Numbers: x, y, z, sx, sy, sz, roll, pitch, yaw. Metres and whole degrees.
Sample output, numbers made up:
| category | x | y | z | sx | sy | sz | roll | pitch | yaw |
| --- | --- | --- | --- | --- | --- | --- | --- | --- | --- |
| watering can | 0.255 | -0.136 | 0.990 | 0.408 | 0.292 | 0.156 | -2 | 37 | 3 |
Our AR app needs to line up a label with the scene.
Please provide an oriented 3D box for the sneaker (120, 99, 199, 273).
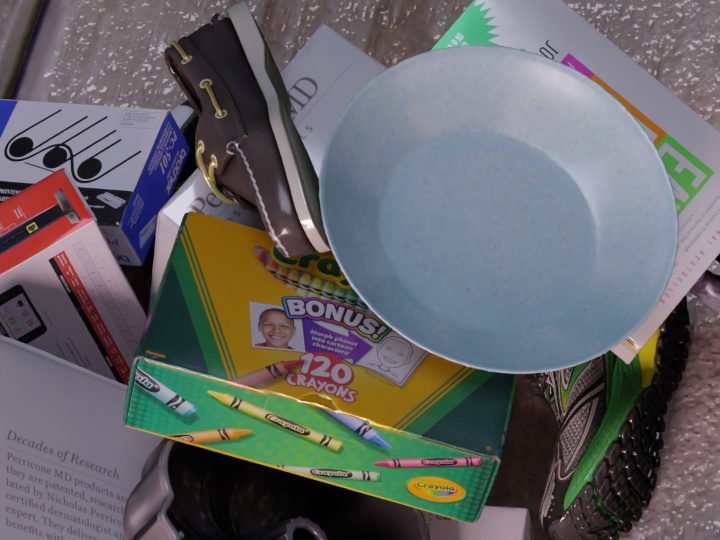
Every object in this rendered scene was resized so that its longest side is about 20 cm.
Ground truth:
| category | x | y | z | sx | sy | sz | roll | pitch | yaw |
| --- | --- | --- | --- | --- | --- | --- | --- | --- | --- |
| sneaker | -0.162 | -0.062 | 1.785 | 0.088 | 0.074 | 0.200 | 22 | 49 | 21 |

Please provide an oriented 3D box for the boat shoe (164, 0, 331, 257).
| category | x | y | z | sx | sy | sz | roll | pitch | yaw |
| --- | --- | --- | --- | --- | --- | --- | --- | --- | --- |
| boat shoe | -0.063 | -0.070 | 1.517 | 0.060 | 0.072 | 0.202 | -23 | 41 | 2 |

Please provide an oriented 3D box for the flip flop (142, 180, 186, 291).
| category | x | y | z | sx | sy | sz | roll | pitch | yaw |
| --- | --- | --- | --- | --- | --- | --- | --- | --- | --- |
| flip flop | -0.087 | 0.033 | 1.734 | 0.081 | 0.058 | 0.201 | -16 | 69 | -11 |

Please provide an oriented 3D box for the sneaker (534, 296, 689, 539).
| category | x | y | z | sx | sy | sz | roll | pitch | yaw |
| --- | --- | --- | --- | --- | --- | --- | --- | --- | --- |
| sneaker | 0.141 | 0.085 | 1.648 | 0.085 | 0.078 | 0.201 | 3 | 47 | 21 |

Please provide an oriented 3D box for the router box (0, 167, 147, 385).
| category | x | y | z | sx | sy | sz | roll | pitch | yaw |
| --- | --- | --- | --- | --- | --- | --- | --- | --- | --- |
| router box | -0.217 | 0.052 | 1.644 | 0.179 | 0.200 | 0.049 | -30 | 56 | -7 |

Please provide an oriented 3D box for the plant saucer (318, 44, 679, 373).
| category | x | y | z | sx | sy | sz | roll | pitch | yaw |
| --- | --- | --- | --- | --- | --- | --- | --- | --- | --- |
| plant saucer | 0.073 | -0.028 | 1.484 | 0.200 | 0.039 | 0.202 | 5 | 62 | -9 |

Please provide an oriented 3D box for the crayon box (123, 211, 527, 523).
| category | x | y | z | sx | sy | sz | roll | pitch | yaw |
| --- | --- | --- | --- | --- | --- | --- | --- | --- | --- |
| crayon box | -0.017 | 0.051 | 1.471 | 0.199 | 0.058 | 0.119 | 15 | 44 | 0 |

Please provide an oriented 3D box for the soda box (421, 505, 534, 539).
| category | x | y | z | sx | sy | sz | roll | pitch | yaw |
| --- | --- | --- | --- | --- | --- | --- | --- | --- | --- |
| soda box | 0.056 | 0.234 | 1.555 | 0.068 | 0.064 | 0.201 | 2 | 56 | 12 |

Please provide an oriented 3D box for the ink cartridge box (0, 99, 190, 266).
| category | x | y | z | sx | sy | sz | roll | pitch | yaw |
| --- | --- | --- | --- | --- | --- | --- | --- | --- | --- |
| ink cartridge box | -0.216 | -0.059 | 1.729 | 0.199 | 0.044 | 0.094 | 5 | 56 | 24 |

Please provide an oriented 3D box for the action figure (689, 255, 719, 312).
| category | x | y | z | sx | sy | sz | roll | pitch | yaw |
| --- | --- | --- | --- | --- | --- | --- | --- | --- | --- |
| action figure | 0.231 | 0.007 | 1.635 | 0.199 | 0.069 | 0.131 | 26 | 66 | -19 |

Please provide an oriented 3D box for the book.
| category | x | y | z | sx | sy | sz | roll | pitch | yaw |
| --- | --- | --- | --- | --- | --- | --- | --- | --- | --- |
| book | 0.119 | -0.063 | 1.551 | 0.200 | 0.048 | 0.134 | 39 | 77 | 6 |

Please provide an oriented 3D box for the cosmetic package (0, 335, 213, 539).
| category | x | y | z | sx | sy | sz | roll | pitch | yaw |
| --- | --- | --- | --- | --- | --- | --- | --- | --- | --- |
| cosmetic package | -0.191 | 0.178 | 1.542 | 0.165 | 0.165 | 0.201 | -37 | 43 | 35 |

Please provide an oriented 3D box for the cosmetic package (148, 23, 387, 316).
| category | x | y | z | sx | sy | sz | roll | pitch | yaw |
| --- | --- | --- | --- | --- | --- | --- | --- | --- | --- |
| cosmetic package | 0.000 | 0.000 | 1.637 | 0.200 | 0.167 | 0.168 | 36 | 68 | 9 |

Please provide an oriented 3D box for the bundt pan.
| category | x | y | z | sx | sy | sz | roll | pitch | yaw |
| --- | --- | --- | --- | --- | --- | --- | --- | --- | --- |
| bundt pan | -0.050 | 0.167 | 1.501 | 0.076 | 0.201 | 0.203 | -39 | 43 | 36 |
